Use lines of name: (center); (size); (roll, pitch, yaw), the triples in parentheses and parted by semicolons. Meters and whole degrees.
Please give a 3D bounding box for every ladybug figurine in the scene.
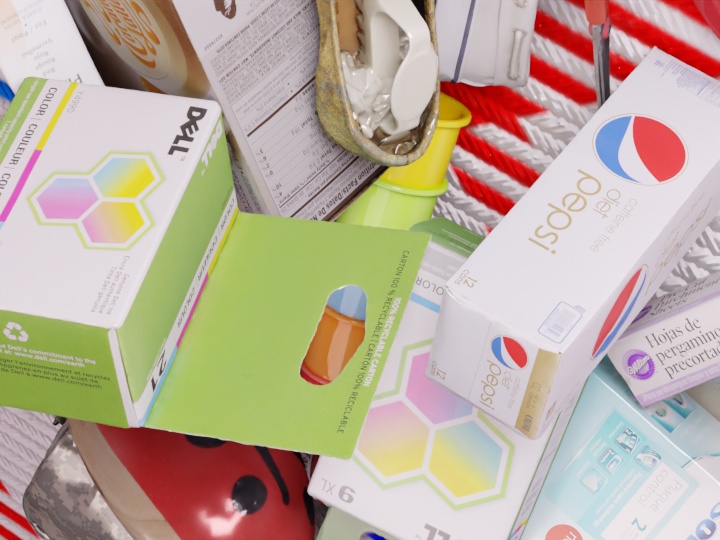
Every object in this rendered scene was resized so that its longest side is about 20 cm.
ladybug figurine: (-0.084, 0.101, 1.330); (0.072, 0.135, 0.200); (-50, 53, 20)

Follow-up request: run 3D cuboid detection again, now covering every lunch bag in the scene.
lunch bag: (-0.107, 0.157, 1.539); (0.200, 0.139, 0.168); (42, 174, 4)

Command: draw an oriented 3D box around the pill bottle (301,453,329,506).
pill bottle: (-0.024, 0.071, 1.438); (0.199, 0.112, 0.113); (27, 140, 21)

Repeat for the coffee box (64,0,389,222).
coffee box: (-0.076, -0.116, 1.216); (0.114, 0.080, 0.201); (29, 153, 41)

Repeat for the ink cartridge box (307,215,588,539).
ink cartridge box: (0.041, 0.086, 1.232); (0.103, 0.059, 0.201); (25, 106, 13)

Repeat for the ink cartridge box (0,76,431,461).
ink cartridge box: (-0.082, -0.004, 1.139); (0.199, 0.148, 0.076); (8, 138, 15)

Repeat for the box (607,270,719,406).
box: (0.206, 0.010, 1.177); (0.199, 0.041, 0.039); (-26, 102, 40)

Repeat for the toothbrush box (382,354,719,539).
toothbrush box: (0.105, 0.113, 1.291); (0.200, 0.085, 0.147); (42, 110, 8)

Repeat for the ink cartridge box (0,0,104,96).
ink cartridge box: (-0.176, -0.112, 1.279); (0.162, 0.050, 0.201); (48, 162, 52)

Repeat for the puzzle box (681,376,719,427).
puzzle box: (0.237, 0.071, 1.268); (0.133, 0.025, 0.200); (48, 143, -3)

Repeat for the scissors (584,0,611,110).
scissors: (0.110, -0.118, 1.165); (0.014, 0.073, 0.201); (10, 136, 11)

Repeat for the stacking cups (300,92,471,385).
stacking cups: (0.000, 0.000, 1.317); (0.060, 0.060, 0.201); (27, 111, 21)

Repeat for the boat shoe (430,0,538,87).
boat shoe: (0.076, -0.161, 1.162); (0.065, 0.072, 0.201); (11, 134, -4)

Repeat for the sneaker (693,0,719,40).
sneaker: (0.130, -0.157, 1.070); (0.078, 0.116, 0.201); (0, 125, 43)

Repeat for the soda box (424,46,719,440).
soda box: (0.111, -0.015, 1.155); (0.063, 0.200, 0.068); (31, 142, 17)

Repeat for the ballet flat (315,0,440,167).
ballet flat: (0.010, -0.135, 1.146); (0.070, 0.071, 0.201); (19, 130, 29)
